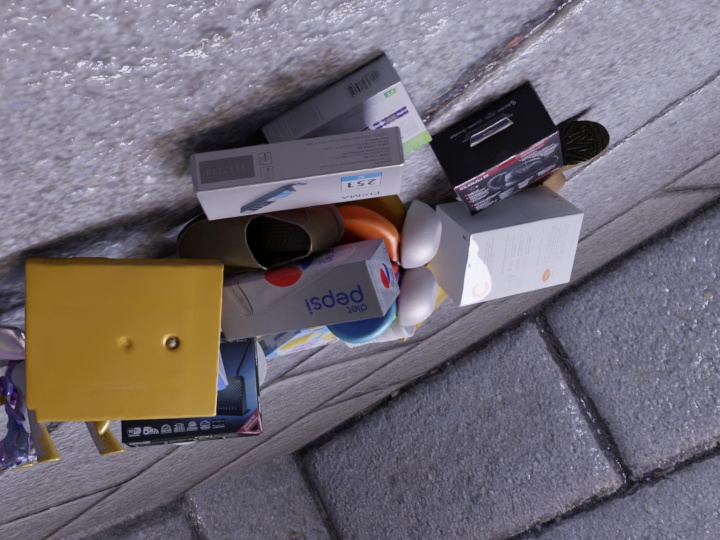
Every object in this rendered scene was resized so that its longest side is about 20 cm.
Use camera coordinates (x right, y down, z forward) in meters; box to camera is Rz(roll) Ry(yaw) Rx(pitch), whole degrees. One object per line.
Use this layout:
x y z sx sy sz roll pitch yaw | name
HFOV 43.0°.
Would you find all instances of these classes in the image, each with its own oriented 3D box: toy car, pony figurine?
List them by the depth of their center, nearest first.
-0.363 0.116 1.026 0.193 0.200 0.167 -7 169 -12 | pony figurine
0.000 0.000 1.104 0.175 0.200 0.150 9 -149 13 | toy car

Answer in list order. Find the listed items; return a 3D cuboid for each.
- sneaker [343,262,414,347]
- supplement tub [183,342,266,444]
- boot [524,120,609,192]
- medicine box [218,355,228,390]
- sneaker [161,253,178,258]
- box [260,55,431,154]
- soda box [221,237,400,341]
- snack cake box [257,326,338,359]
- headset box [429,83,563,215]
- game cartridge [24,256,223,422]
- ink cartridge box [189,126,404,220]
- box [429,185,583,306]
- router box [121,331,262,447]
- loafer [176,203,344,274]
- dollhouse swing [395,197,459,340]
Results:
-0.003 0.004 1.242 0.115 0.200 0.074 -16 166 24 | sneaker
-0.258 0.183 1.484 0.145 0.146 0.200 -11 159 -48 | supplement tub
0.306 -0.164 1.441 0.175 0.066 0.200 -17 168 13 | boot
-0.291 0.117 1.206 0.200 0.103 0.182 -14 164 -6 | medicine box
-0.152 0.007 1.104 0.200 0.099 0.071 -22 138 -16 | sneaker
-0.008 -0.146 0.976 0.144 0.036 0.200 -28 165 7 | box
-0.064 0.022 0.997 0.200 0.068 0.063 -10 -160 25 | soda box
-0.087 0.092 1.631 0.115 0.067 0.200 -38 162 35 | snack cake box
0.182 -0.155 1.203 0.149 0.077 0.200 -29 165 10 | headset box
-0.249 0.072 0.965 0.200 0.177 0.032 1 -165 -16 | game cartridge
-0.060 -0.086 0.933 0.200 0.045 0.176 -8 168 -2 | ink cartridge box
0.215 -0.039 1.364 0.200 0.097 0.125 -11 125 -24 | box
-0.245 0.170 1.324 0.200 0.150 0.062 -5 163 -5 | router box
-0.119 -0.037 0.990 0.200 0.076 0.067 -12 -168 20 | loafer
0.062 -0.015 1.467 0.182 0.176 0.200 5 -150 33 | dollhouse swing
